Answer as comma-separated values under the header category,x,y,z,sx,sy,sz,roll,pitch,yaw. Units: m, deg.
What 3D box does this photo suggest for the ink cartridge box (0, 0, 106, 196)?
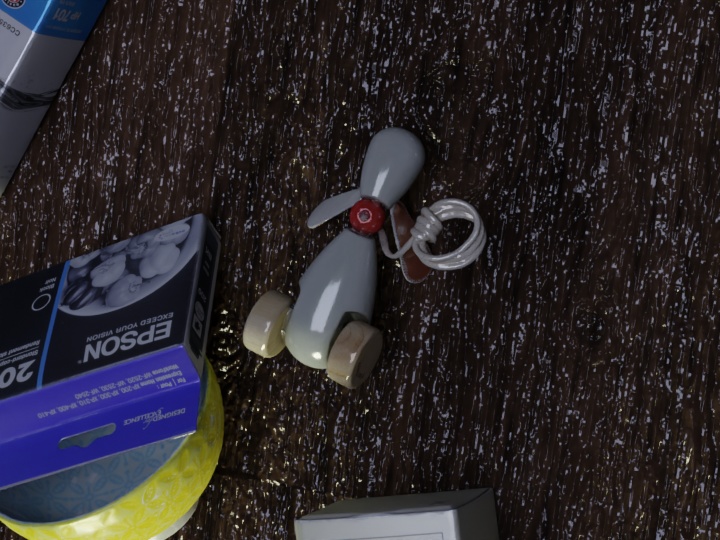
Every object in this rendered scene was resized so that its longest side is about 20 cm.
category,x,y,z,sx,sy,sz,roll,pitch,yaw
ink cartridge box,-0.316,-0.176,1.617,0.146,0.086,0.200,34,102,15

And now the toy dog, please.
category,x,y,z,sx,sy,sz,roll,pitch,yaw
toy dog,0.000,0.000,1.521,0.200,0.096,0.132,-45,75,1

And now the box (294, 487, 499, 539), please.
category,x,y,z,sx,sy,sz,roll,pitch,yaw
box,0.038,0.269,1.495,0.128,0.109,0.200,-6,90,20

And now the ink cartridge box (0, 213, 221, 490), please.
category,x,y,z,sx,sy,sz,roll,pitch,yaw
ink cartridge box,-0.206,0.063,1.544,0.198,0.200,0.043,-18,131,20

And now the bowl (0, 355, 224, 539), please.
category,x,y,z,sx,sy,sz,roll,pitch,yaw
bowl,-0.182,0.149,1.560,0.200,0.200,0.108,-14,131,20
